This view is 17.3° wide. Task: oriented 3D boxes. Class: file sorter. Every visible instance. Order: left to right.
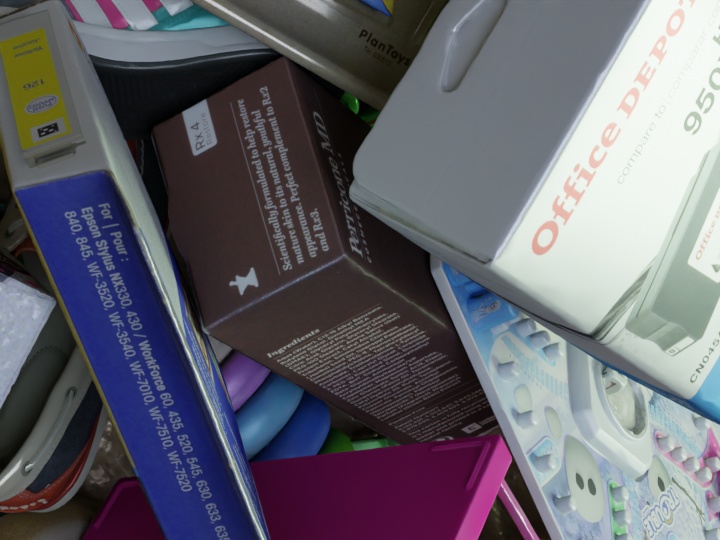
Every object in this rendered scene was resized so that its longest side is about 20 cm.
[{"bbox_3d":[-0.023,0.169,0.977,0.126,0.200,0.139,60,38,-28],"label":"file sorter"}]

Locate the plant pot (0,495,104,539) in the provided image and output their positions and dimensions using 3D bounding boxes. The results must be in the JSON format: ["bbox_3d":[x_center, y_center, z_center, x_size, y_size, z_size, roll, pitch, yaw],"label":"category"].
[{"bbox_3d":[-0.123,0.200,1.040,0.200,0.027,0.201,5,84,-53],"label":"plant pot"}]

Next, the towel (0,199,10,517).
[{"bbox_3d":[-0.181,0.080,1.002,0.022,0.147,0.200,5,104,21],"label":"towel"}]

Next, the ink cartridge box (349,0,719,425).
[{"bbox_3d":[0.109,-0.041,0.919,0.200,0.084,0.145,31,89,-48],"label":"ink cartridge box"}]

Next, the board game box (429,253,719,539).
[{"bbox_3d":[0.117,0.056,1.053,0.026,0.200,0.200,-23,94,28],"label":"board game box"}]

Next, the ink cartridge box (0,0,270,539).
[{"bbox_3d":[-0.082,0.025,0.874,0.047,0.200,0.198,-20,120,-1],"label":"ink cartridge box"}]

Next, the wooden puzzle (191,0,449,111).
[{"bbox_3d":[0.049,-0.155,0.935,0.185,0.046,0.200,29,92,-17],"label":"wooden puzzle"}]

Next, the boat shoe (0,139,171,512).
[{"bbox_3d":[-0.129,0.004,1.002,0.071,0.063,0.200,11,82,17],"label":"boat shoe"}]

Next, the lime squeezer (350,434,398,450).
[{"bbox_3d":[0.031,0.047,1.125,0.071,0.038,0.200,43,86,8],"label":"lime squeezer"}]

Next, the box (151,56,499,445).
[{"bbox_3d":[0.000,0.000,1.006,0.075,0.100,0.200,-28,150,20],"label":"box"}]

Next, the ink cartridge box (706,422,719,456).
[{"bbox_3d":[0.196,0.048,1.174,0.162,0.057,0.200,-8,110,-18],"label":"ink cartridge box"}]

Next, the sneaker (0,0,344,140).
[{"bbox_3d":[-0.110,-0.123,0.982,0.200,0.121,0.084,0,146,-17],"label":"sneaker"}]

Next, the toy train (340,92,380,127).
[{"bbox_3d":[0.005,-0.073,1.028,0.200,0.042,0.056,-21,129,19],"label":"toy train"}]

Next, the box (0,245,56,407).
[{"bbox_3d":[-0.219,0.060,0.860,0.132,0.115,0.200,27,93,-25],"label":"box"}]

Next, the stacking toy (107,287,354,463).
[{"bbox_3d":[-0.025,0.099,1.068,0.085,0.085,0.200,-43,105,-6],"label":"stacking toy"}]
